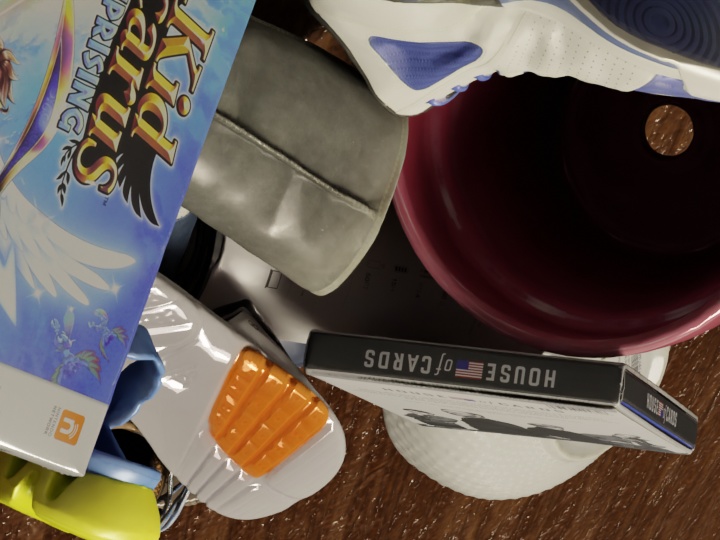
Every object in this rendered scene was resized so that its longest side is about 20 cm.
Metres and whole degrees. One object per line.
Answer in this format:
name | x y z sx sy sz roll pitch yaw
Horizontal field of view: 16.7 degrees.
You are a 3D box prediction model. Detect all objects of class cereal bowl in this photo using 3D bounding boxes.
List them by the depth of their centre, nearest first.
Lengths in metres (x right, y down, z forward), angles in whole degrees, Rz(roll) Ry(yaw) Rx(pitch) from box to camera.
cereal bowl | 0.109 0.044 1.359 0.199 0.083 0.201 -28 135 -31

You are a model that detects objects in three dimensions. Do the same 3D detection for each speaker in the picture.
speaker | 0.000 0.000 1.202 0.199 0.082 0.081 9 139 -30

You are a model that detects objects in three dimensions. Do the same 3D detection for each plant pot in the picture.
plant pot | 0.130 -0.064 1.161 0.200 0.201 0.179 -36 169 19

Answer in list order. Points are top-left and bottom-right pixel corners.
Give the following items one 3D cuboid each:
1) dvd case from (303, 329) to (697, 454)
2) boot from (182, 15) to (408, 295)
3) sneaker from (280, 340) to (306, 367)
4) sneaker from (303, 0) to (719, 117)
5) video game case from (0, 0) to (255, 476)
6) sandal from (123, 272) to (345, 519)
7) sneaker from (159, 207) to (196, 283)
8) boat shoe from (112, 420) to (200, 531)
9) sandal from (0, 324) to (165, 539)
dvd case | 0.073 0.061 1.181 0.149 0.025 0.200 6 171 18
boot | -0.076 -0.037 1.022 0.183 0.072 0.200 -60 143 -7
sneaker | -0.074 0.052 1.297 0.108 0.070 0.200 -10 147 -28
sneaker | 0.060 -0.114 1.045 0.198 0.081 0.115 16 154 -1
video game case | -0.143 -0.049 0.870 0.181 0.045 0.201 25 81 -40
sandal | -0.077 0.036 1.109 0.079 0.059 0.207 -29 132 14
sneaker | -0.165 -0.024 1.071 0.199 0.081 0.147 -12 141 -20
boat shoe | -0.120 0.095 1.176 0.199 0.072 0.072 12 113 -53
sandal | -0.154 0.045 1.001 0.088 0.199 0.079 -68 158 -6
